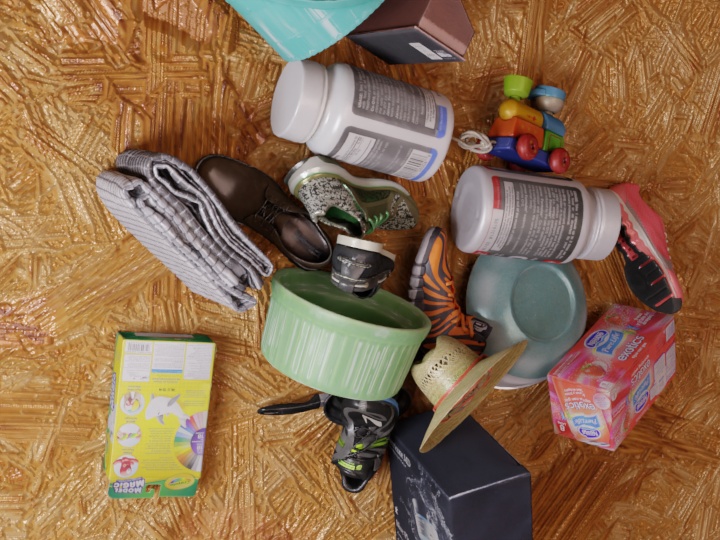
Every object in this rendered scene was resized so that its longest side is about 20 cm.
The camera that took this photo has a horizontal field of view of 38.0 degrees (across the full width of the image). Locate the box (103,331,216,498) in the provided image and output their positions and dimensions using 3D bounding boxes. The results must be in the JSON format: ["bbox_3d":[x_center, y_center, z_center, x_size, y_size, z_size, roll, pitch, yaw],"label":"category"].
[{"bbox_3d":[-0.245,0.177,1.270,0.117,0.048,0.201,5,97,-24],"label":"box"}]

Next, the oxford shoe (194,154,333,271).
[{"bbox_3d":[-0.108,-0.074,1.247,0.200,0.084,0.073,34,84,-12],"label":"oxford shoe"}]

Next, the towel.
[{"bbox_3d":[-0.194,-0.051,1.178,0.086,0.165,0.200,-49,115,-13],"label":"towel"}]

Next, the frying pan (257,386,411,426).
[{"bbox_3d":[-0.028,0.178,1.361,0.189,0.031,0.115,-14,142,8],"label":"frying pan"}]

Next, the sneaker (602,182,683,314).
[{"bbox_3d":[0.402,-0.038,1.455,0.087,0.074,0.200,-27,84,-27],"label":"sneaker"}]

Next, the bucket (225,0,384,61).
[{"bbox_3d":[-0.058,-0.341,1.160,0.207,0.207,0.135,-46,118,-8],"label":"bucket"}]

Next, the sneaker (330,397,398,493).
[{"bbox_3d":[0.004,0.216,1.315,0.071,0.083,0.200,13,140,6],"label":"sneaker"}]

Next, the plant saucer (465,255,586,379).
[{"bbox_3d":[0.237,0.046,1.415,0.200,0.039,0.202,3,82,-26],"label":"plant saucer"}]

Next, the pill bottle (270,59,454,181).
[{"bbox_3d":[0.001,-0.183,1.259,0.199,0.114,0.114,13,96,-25],"label":"pill bottle"}]

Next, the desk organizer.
[{"bbox_3d":[0.064,-0.292,1.215,0.072,0.200,0.077,28,88,-25],"label":"desk organizer"}]

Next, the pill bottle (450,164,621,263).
[{"bbox_3d":[0.229,-0.069,1.368,0.199,0.114,0.114,6,99,-17],"label":"pill bottle"}]

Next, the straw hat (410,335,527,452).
[{"bbox_3d":[0.109,0.125,1.273,0.085,0.201,0.201,42,82,15],"label":"straw hat"}]

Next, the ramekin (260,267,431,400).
[{"bbox_3d":[-0.023,0.077,1.263,0.199,0.200,0.098,12,103,-24],"label":"ramekin"}]

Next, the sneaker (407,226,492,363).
[{"bbox_3d":[0.119,0.045,1.355,0.112,0.078,0.201,10,111,12],"label":"sneaker"}]

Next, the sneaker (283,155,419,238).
[{"bbox_3d":[-0.004,-0.066,1.274,0.200,0.089,0.077,15,138,-39],"label":"sneaker"}]

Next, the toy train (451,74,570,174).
[{"bbox_3d":[0.191,-0.197,1.334,0.200,0.085,0.116,15,83,-43],"label":"toy train"}]

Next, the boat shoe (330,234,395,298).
[{"bbox_3d":[0.000,0.000,1.263,0.072,0.200,0.068,8,88,8],"label":"boat shoe"}]

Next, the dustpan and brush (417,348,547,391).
[{"bbox_3d":[0.168,0.117,1.429,0.200,0.057,0.140,-26,96,-26],"label":"dustpan and brush"}]

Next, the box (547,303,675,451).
[{"bbox_3d":[0.349,0.142,1.437,0.200,0.094,0.103,-38,127,-39],"label":"box"}]

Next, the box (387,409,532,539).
[{"bbox_3d":[0.127,0.311,1.359,0.117,0.197,0.201,-13,113,-18],"label":"box"}]
